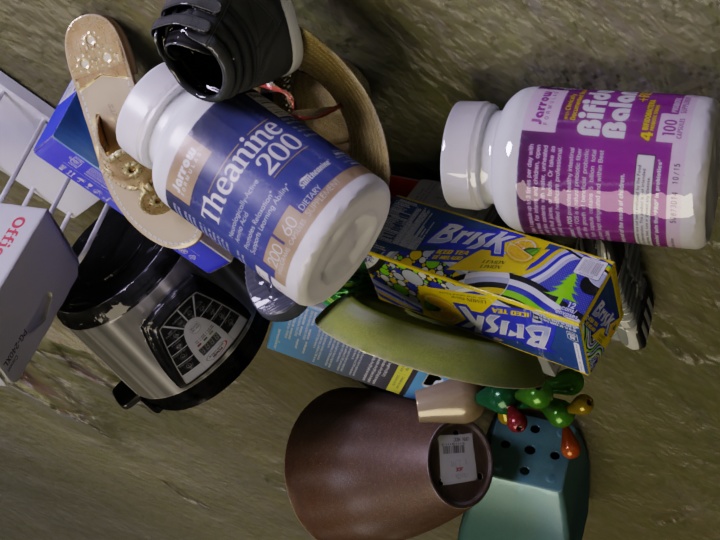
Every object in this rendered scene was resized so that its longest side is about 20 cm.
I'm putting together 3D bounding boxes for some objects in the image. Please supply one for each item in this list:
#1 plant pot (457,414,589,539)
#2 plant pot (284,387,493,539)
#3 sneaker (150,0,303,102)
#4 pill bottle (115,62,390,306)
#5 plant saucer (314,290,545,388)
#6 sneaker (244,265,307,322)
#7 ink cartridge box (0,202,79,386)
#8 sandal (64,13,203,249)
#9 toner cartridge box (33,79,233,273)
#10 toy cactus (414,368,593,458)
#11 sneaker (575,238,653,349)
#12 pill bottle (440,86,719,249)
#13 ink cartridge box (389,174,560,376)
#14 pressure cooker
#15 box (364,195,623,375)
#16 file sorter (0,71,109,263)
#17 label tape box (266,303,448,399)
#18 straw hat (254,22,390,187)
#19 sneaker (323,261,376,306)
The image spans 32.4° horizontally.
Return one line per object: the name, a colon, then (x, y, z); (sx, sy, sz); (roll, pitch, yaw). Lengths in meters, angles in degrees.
plant pot: (0.191, 0.263, 1.425); (0.140, 0.142, 0.201); (12, 140, 13)
plant pot: (0.046, 0.213, 1.357); (0.186, 0.188, 0.199); (36, 152, -25)
sneaker: (-0.110, -0.209, 0.861); (0.070, 0.099, 0.201); (-1, 122, 38)
pill bottle: (-0.085, -0.072, 0.932); (0.199, 0.111, 0.111); (36, 153, 17)
plant saucer: (0.061, 0.052, 1.035); (0.198, 0.031, 0.200); (13, -172, -2)
sneaker: (-0.057, -0.015, 1.082); (0.070, 0.201, 0.082); (-16, 131, 12)
ink cartridge box: (-0.375, 0.011, 1.108); (0.198, 0.146, 0.084); (7, 143, 19)
sandal: (-0.199, -0.109, 1.031); (0.077, 0.070, 0.213); (-20, 97, 12)
toner cartridge box: (-0.189, -0.093, 1.131); (0.199, 0.096, 0.043); (36, 145, -25)
toy cactus: (0.137, 0.129, 1.207); (0.163, 0.103, 0.200); (-8, -173, 2)
sneaker: (0.187, 0.004, 1.089); (0.114, 0.076, 0.201); (6, 147, 26)
pill bottle: (0.165, -0.080, 0.932); (0.198, 0.113, 0.113); (6, 146, 20)
ink cartridge box: (0.084, 0.000, 1.110); (0.173, 0.044, 0.201); (14, 147, 41)
pressure cooker: (-0.188, 0.039, 1.253); (0.175, 0.180, 0.200); (-16, 130, 29)
box: (0.101, 0.008, 0.971); (0.199, 0.064, 0.070); (20, 151, 31)
file sorter: (-0.351, -0.089, 1.201); (0.199, 0.125, 0.138); (36, 145, -24)
label tape box: (0.010, 0.060, 1.275); (0.198, 0.067, 0.144); (18, 154, -2)
straw hat: (-0.033, -0.127, 0.997); (0.200, 0.085, 0.203); (21, 129, 29)
sneaker: (0.000, 0.000, 1.115); (0.074, 0.084, 0.200); (24, 175, 6)
